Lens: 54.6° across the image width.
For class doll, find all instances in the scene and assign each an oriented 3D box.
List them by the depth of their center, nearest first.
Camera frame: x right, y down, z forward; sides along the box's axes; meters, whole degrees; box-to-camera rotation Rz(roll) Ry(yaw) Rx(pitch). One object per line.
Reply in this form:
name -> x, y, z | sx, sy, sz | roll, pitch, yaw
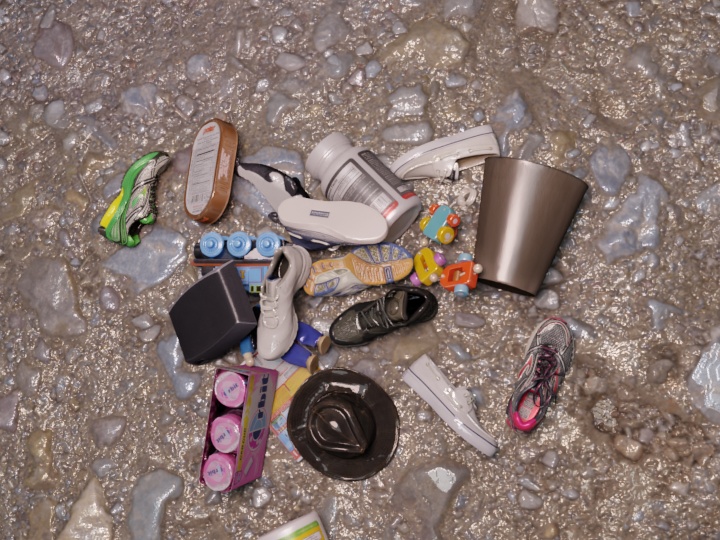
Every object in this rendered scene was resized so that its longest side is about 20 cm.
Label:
doll -> -0.158, 0.113, 1.228 | 0.199, 0.049, 0.137 | 23, 68, 20

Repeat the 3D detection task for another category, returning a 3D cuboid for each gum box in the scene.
gum box -> -0.206, 0.266, 1.181 | 0.066, 0.113, 0.201 | 8, 88, 17

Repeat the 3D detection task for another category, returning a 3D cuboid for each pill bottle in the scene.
pill bottle -> -0.082, 0.506, 1.126 | 0.111, 0.111, 0.201 | -26, 75, 4
pill bottle -> 0.003, -0.146, 1.237 | 0.116, 0.116, 0.200 | -44, 75, -1

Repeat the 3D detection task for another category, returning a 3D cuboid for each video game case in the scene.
video game case -> -0.122, 0.214, 1.239 | 0.143, 0.017, 0.200 | -43, 75, 0

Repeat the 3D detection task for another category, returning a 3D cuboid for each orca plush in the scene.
orca plush -> -0.147, -0.151, 1.307 | 0.199, 0.071, 0.106 | 26, 129, 24

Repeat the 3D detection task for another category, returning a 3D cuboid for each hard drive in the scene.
hard drive -> -0.266, 0.080, 1.224 | 0.200, 0.042, 0.136 | -34, 73, 40

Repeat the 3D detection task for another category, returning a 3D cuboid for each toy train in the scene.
toy train -> 0.159, -0.034, 1.181 | 0.150, 0.056, 0.201 | -19, 51, 41
toy train -> -0.211, -0.010, 1.267 | 0.199, 0.087, 0.115 | 0, 85, 10

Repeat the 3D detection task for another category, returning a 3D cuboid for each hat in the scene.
hat -> -0.029, 0.262, 1.165 | 0.199, 0.081, 0.202 | 0, 87, 1

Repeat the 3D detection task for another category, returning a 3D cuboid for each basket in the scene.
basket -> 0.268, -0.067, 1.169 | 0.179, 0.136, 0.201 | 16, 87, 1

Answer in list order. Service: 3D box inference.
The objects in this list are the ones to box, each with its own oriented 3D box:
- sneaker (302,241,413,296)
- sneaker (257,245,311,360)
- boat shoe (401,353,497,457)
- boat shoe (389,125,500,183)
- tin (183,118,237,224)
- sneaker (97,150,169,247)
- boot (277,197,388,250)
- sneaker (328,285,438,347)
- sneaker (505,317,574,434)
sneaker -> 0.000, 0.000, 1.220 | 0.199, 0.088, 0.076 | -10, 79, 15
sneaker -> -0.143, 0.050, 1.166 | 0.074, 0.087, 0.201 | 8, 84, 20
boat shoe -> 0.158, 0.219, 1.159 | 0.200, 0.074, 0.067 | 41, 91, 16
boat shoe -> 0.153, -0.192, 1.247 | 0.199, 0.071, 0.070 | -19, 74, -1
tin -> -0.282, -0.187, 1.308 | 0.112, 0.042, 0.201 | -4, 76, 42
sneaker -> -0.416, -0.137, 1.339 | 0.085, 0.078, 0.201 | 29, 94, 7
boot -> -0.040, -0.070, 1.195 | 0.199, 0.090, 0.073 | 15, 64, 21
sneaker -> 0.031, 0.074, 1.192 | 0.198, 0.114, 0.077 | -16, 75, 9
sneaker -> 0.299, 0.174, 1.143 | 0.080, 0.075, 0.201 | 18, 82, 13
